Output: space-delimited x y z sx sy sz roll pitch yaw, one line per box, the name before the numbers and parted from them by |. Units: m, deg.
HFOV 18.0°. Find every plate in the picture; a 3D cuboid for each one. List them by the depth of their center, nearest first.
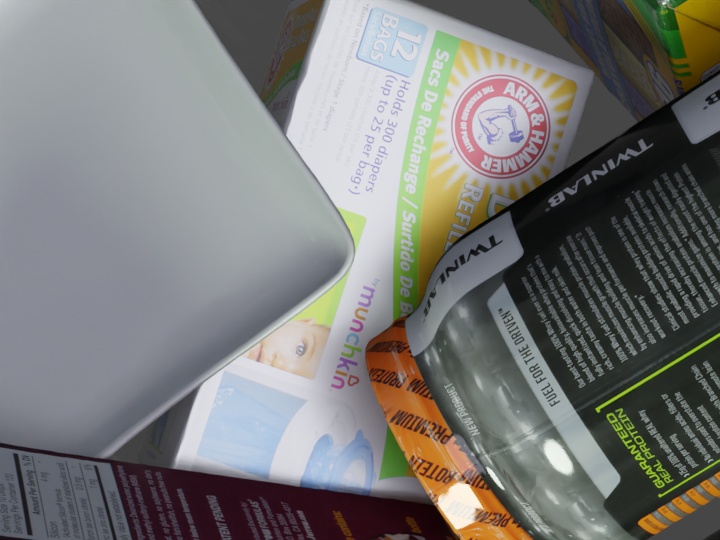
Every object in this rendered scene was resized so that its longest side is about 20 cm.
plate | -0.120 -0.020 0.835 0.200 0.032 0.200 -38 68 11

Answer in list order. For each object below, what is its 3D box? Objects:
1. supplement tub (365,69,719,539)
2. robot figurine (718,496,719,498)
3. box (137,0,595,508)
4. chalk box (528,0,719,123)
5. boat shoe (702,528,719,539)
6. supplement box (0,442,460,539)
supplement tub | 0.108 0.013 0.769 0.199 0.123 0.123 -32 97 10
robot figurine | 0.237 0.034 0.924 0.145 0.058 0.200 37 68 25
box | 0.000 0.000 0.878 0.112 0.101 0.201 18 87 -11
chalk box | 0.126 -0.145 0.868 0.124 0.200 0.124 -32 140 -4
boat shoe | 0.197 0.194 0.937 0.063 0.071 0.201 -31 95 -8
supplement box | -0.060 0.134 0.775 0.199 0.086 0.111 9 106 -17
